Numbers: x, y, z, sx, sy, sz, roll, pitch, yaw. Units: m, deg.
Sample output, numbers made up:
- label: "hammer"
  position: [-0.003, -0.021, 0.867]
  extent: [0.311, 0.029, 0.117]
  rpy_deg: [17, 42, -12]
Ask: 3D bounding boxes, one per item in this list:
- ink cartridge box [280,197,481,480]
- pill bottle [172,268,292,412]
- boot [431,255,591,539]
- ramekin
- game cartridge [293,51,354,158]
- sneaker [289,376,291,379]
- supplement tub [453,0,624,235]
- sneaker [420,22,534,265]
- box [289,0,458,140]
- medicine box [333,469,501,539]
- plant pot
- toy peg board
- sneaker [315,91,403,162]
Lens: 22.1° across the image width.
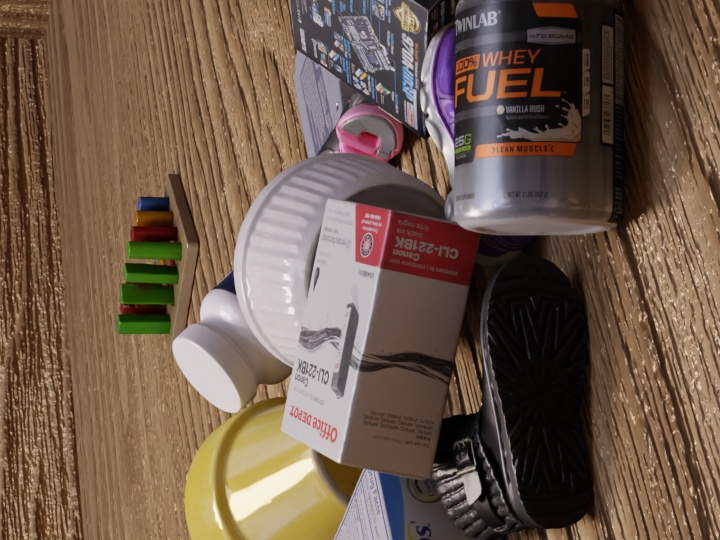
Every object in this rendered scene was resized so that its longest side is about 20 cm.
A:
- label: "ink cartridge box"
  position: [0.013, 0.052, 1.467]
  extent: [0.144, 0.083, 0.202]
  rpy_deg: [-165, 86, -68]
- label: "pill bottle"
  position: [-0.086, 0.040, 1.822]
  extent: [0.115, 0.200, 0.116]
  rpy_deg: [34, 152, 21]
- label: "boot"
  position: [0.108, 0.103, 1.420]
  extent: [0.158, 0.079, 0.213]
  rpy_deg: [156, 114, -71]
- label: "ramekin"
  position: [0.000, 0.000, 1.596]
  extent: [0.105, 0.199, 0.202]
  rpy_deg: [12, 101, 63]
- label: "game cartridge"
  position: [-0.030, -0.186, 1.965]
  extent: [0.133, 0.041, 0.201]
  rpy_deg: [108, 157, -51]
- label: "sneaker"
  position: [-0.049, 0.154, 1.924]
  extent: [0.112, 0.077, 0.202]
  rpy_deg: [142, 128, -67]
- label: "supplement tub"
  position: [0.126, -0.129, 1.310]
  extent: [0.122, 0.122, 0.202]
  rpy_deg: [167, 103, -72]
- label: "sneaker"
  position: [0.108, -0.107, 1.483]
  extent: [0.083, 0.080, 0.201]
  rpy_deg: [-26, 73, 55]
- label: "box"
  position: [0.009, -0.218, 1.578]
  extent: [0.159, 0.046, 0.200]
  rpy_deg: [36, 159, 19]
- label: "medicine box"
  position: [0.047, 0.282, 1.563]
  extent: [0.201, 0.102, 0.183]
  rpy_deg: [111, 154, -46]
- label: "plant pot"
  position: [-0.036, 0.199, 1.726]
  extent: [0.189, 0.200, 0.202]
  rpy_deg: [-37, 52, 48]
- label: "toy peg board"
  position: [-0.318, -0.012, 2.773]
  extent: [0.200, 0.097, 0.201]
  rpy_deg: [-113, 30, -53]
- label: "sneaker"
  position: [0.003, -0.135, 1.821]
  extent: [0.200, 0.079, 0.096]
  rpy_deg: [130, 157, -61]
